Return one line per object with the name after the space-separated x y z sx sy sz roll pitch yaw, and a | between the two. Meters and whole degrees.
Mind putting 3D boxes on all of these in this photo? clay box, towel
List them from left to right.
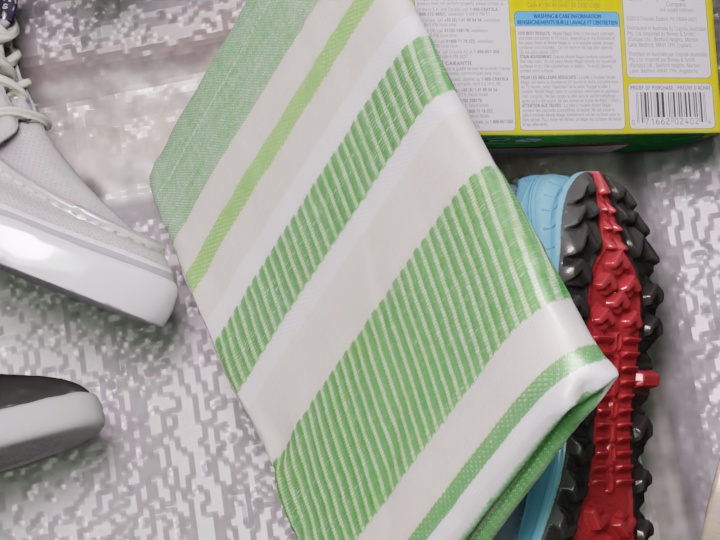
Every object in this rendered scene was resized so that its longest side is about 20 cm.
0.000 0.000 0.935 0.023 0.153 0.201 0 50 -35 | towel
0.051 -0.140 0.978 0.114 0.048 0.201 -1 84 -25 | clay box

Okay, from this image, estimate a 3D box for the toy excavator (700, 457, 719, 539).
0.160 -0.021 0.951 0.099 0.201 0.195 13 34 13 | toy excavator

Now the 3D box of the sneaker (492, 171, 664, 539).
0.041 0.070 0.966 0.095 0.079 0.201 1 79 36 | sneaker

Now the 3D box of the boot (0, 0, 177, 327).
-0.135 -0.060 1.015 0.199 0.074 0.096 25 88 15 | boot

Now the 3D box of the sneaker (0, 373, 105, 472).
-0.184 0.025 1.002 0.199 0.071 0.100 -6 80 12 | sneaker
